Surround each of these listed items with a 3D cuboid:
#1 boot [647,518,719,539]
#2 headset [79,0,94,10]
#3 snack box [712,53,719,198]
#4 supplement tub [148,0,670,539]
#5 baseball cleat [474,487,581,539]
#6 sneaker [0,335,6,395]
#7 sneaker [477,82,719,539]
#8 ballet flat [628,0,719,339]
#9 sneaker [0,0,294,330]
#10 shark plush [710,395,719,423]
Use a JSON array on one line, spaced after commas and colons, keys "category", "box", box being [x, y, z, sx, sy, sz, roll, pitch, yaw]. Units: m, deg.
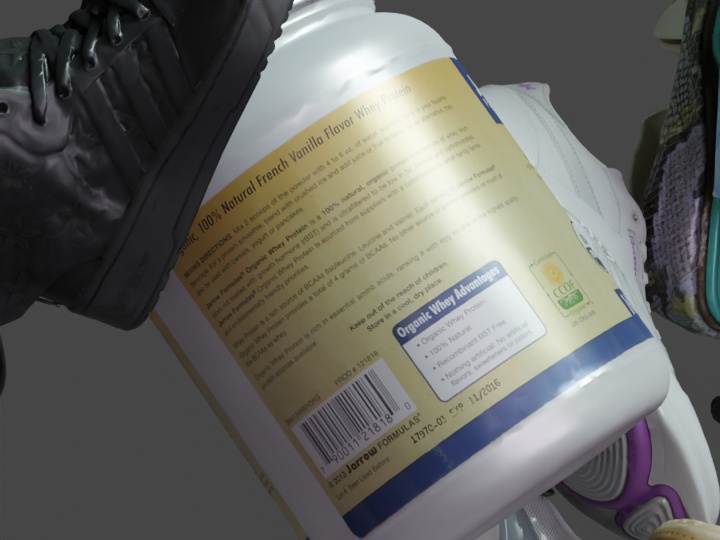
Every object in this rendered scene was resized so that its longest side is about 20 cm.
[{"category": "boot", "box": [0.120, 0.192, 0.982, 0.072, 0.200, 0.167, 15, 69, 12]}, {"category": "headset", "box": [-0.120, -0.143, 0.931, 0.094, 0.123, 0.200, 0, 72, -48]}, {"category": "snack box", "box": [0.228, -0.124, 1.052, 0.200, 0.068, 0.169, -23, 122, -40]}, {"category": "supplement tub", "box": [0.000, 0.000, 0.941, 0.144, 0.144, 0.200, -31, 82, -29]}, {"category": "baseball cleat", "box": [0.063, 0.181, 1.014, 0.106, 0.070, 0.200, 0, 84, -29]}, {"category": "sneaker", "box": [-0.174, -0.033, 0.896, 0.070, 0.090, 0.200, -30, 98, -29]}, {"category": "sneaker", "box": [0.093, 0.012, 1.040, 0.100, 0.075, 0.200, -29, 89, -42]}, {"category": "ballet flat", "box": [0.145, -0.075, 1.088, 0.072, 0.072, 0.201, 11, 91, -28]}, {"category": "sneaker", "box": [-0.096, -0.053, 0.843, 0.104, 0.060, 0.200, 19, 109, -15]}, {"category": "shark plush", "box": [0.192, 0.110, 1.121, 0.083, 0.091, 0.200, -20, 72, -49]}]
